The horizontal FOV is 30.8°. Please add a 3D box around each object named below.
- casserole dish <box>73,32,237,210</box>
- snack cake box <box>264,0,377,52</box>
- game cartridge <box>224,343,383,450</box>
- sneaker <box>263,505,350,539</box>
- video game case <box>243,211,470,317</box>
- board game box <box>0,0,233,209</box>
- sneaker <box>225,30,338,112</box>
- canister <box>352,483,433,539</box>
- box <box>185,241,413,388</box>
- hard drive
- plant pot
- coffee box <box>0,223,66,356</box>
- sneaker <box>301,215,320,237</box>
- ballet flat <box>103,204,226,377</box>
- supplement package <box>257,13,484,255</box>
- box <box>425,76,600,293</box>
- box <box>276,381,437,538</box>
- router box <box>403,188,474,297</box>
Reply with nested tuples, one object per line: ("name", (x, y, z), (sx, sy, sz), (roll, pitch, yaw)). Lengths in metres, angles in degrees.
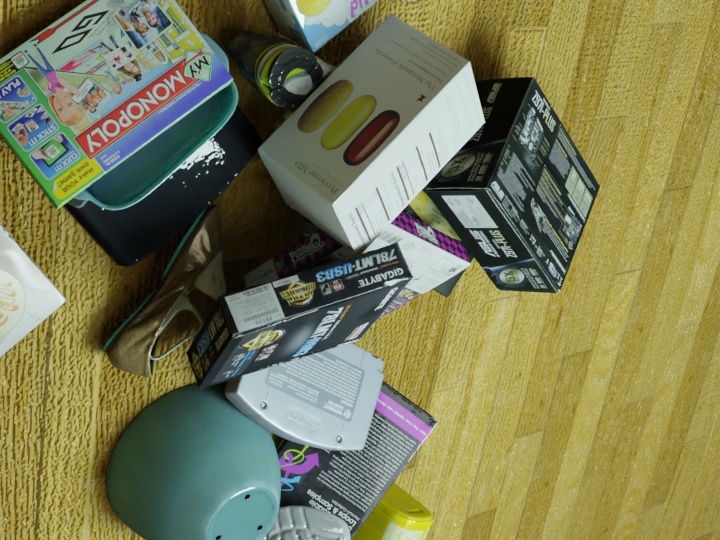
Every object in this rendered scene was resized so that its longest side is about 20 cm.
("casserole dish", (-0.207, -0.142, 1.224), (0.121, 0.039, 0.200), (46, 78, -1))
("snack cake box", (-0.010, -0.326, 1.296), (0.200, 0.067, 0.115), (-41, 135, -13))
("game cartridge", (-0.063, 0.130, 1.506), (0.200, 0.040, 0.134), (30, 65, -35))
("sneaker", (-0.105, 0.336, 1.595), (0.200, 0.078, 0.112), (-8, 162, 7))
("video game case", (0.000, 0.000, 1.454), (0.181, 0.036, 0.200), (-31, 152, 23))
("board game box", (-0.234, -0.168, 1.179), (0.200, 0.029, 0.135), (-39, 96, -15))
("sneaker", (-0.065, -0.198, 1.330), (0.074, 0.081, 0.200), (-54, 156, 3))
("canister", (-0.002, 0.372, 1.691), (0.086, 0.148, 0.200), (10, 108, -50))
("box", (-0.067, 0.050, 1.357), (0.198, 0.050, 0.200), (-15, 165, -22))
("hard drive", (-0.194, -0.103, 1.298), (0.200, 0.042, 0.135), (-44, 136, -10))
("plant pot", (-0.168, 0.246, 1.477), (0.200, 0.135, 0.200), (-21, 128, -30))
("coffee box", (-0.373, -0.013, 1.173), (0.114, 0.080, 0.200), (-42, 136, -12))
("sneaker", (-0.010, -0.123, 1.426), (0.077, 0.078, 0.200), (40, 77, -45))
("ballet flat", (-0.186, 0.028, 1.360), (0.200, 0.072, 0.068), (-54, 180, 2))
("supplement package", (0.014, -0.135, 1.313), (0.200, 0.114, 0.110), (-48, 151, -12))
("box", (0.180, -0.096, 1.509), (0.200, 0.086, 0.164), (49, 56, -41))
("box", (-0.021, 0.223, 1.610), (0.143, 0.036, 0.200), (37, 89, -11))
("router box", (0.078, -0.076, 1.542), (0.200, 0.052, 0.157), (32, 92, -47))
